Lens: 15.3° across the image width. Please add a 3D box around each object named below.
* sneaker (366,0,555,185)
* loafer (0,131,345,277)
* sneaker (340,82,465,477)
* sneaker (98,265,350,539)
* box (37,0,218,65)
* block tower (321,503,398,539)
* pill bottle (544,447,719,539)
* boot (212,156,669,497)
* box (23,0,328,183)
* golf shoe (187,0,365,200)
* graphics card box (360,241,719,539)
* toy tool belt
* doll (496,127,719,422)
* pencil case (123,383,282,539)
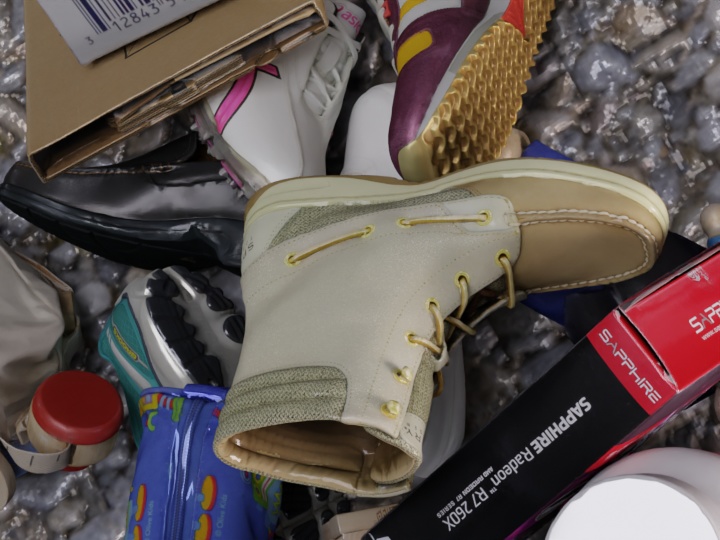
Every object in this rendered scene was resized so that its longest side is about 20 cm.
[{"bbox_3d":[0.036,-0.116,1.319,0.090,0.075,0.200,7,47,21],"label":"sneaker"},{"bbox_3d":[-0.091,-0.037,1.402,0.200,0.073,0.072,11,79,13],"label":"loafer"},{"bbox_3d":[0.000,0.000,1.312,0.075,0.088,0.200,143,127,-60],"label":"sneaker"},{"bbox_3d":[-0.071,0.094,1.383,0.080,0.077,0.200,-40,72,42],"label":"sneaker"},{"bbox_3d":[-0.079,-0.227,1.342,0.184,0.105,0.200,-23,33,18],"label":"box"},{"bbox_3d":[0.030,0.216,1.315,0.058,0.054,0.200,-9,78,-15],"label":"block tower"},{"bbox_3d":[0.151,0.136,1.207,0.112,0.200,0.112,-3,82,21],"label":"pill bottle"},{"bbox_3d":[0.037,0.026,1.207,0.200,0.072,0.155,-2,47,11],"label":"boot"},{"bbox_3d":[-0.099,-0.137,1.362,0.163,0.021,0.200,-28,32,11],"label":"box"},{"bbox_3d":[-0.040,-0.103,1.343,0.092,0.073,0.200,-32,41,16],"label":"golf shoe"},{"bbox_3d":[0.100,0.071,1.237,0.051,0.125,0.200,52,127,8],"label":"graphics card box"},{"bbox_3d":[-0.200,0.059,1.415,0.200,0.125,0.123,43,138,27],"label":"toy tool belt"},{"bbox_3d":[0.130,0.018,1.312,0.200,0.048,0.136,37,107,23],"label":"doll"},{"bbox_3d":[-0.080,0.150,1.263,0.078,0.087,0.200,6,70,6],"label":"pencil case"}]
